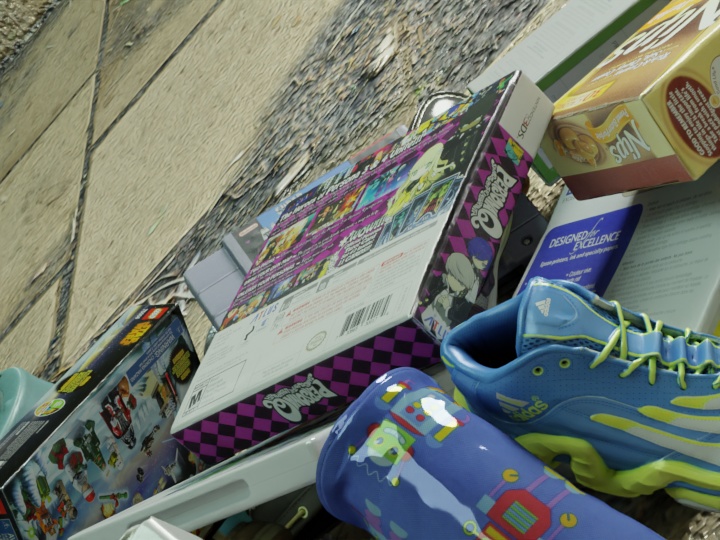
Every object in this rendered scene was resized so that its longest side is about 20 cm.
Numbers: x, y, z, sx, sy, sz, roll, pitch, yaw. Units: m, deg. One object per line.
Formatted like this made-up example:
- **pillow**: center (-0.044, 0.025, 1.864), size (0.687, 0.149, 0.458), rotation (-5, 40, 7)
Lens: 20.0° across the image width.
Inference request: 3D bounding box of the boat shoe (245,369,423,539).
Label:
- **boat shoe**: center (0.014, 0.102, 1.194), size (0.201, 0.061, 0.072), rotation (-35, -17, 25)

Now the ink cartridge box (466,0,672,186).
- **ink cartridge box**: center (0.163, -0.143, 1.216), size (0.200, 0.059, 0.104), rotation (-40, 15, 4)

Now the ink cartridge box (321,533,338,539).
- **ink cartridge box**: center (-0.023, 0.248, 1.006), size (0.201, 0.083, 0.147), rotation (-55, 20, -3)

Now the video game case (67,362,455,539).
- **video game case**: center (-0.026, 0.091, 1.047), size (0.181, 0.024, 0.199), rotation (-26, -2, 38)

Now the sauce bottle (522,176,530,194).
- **sauce bottle**: center (0.034, 0.012, 1.280), size (0.201, 0.065, 0.065), rotation (-58, 21, -10)

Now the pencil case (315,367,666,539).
- **pencil case**: center (0.074, 0.123, 0.881), size (0.199, 0.087, 0.078), rotation (34, 79, 28)

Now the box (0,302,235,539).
- **box**: center (-0.144, 0.127, 1.177), size (0.040, 0.138, 0.200), rotation (-4, 27, 29)

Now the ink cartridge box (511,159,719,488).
- **ink cartridge box**: center (0.141, 0.021, 1.071), size (0.197, 0.047, 0.201), rotation (-16, 40, 60)

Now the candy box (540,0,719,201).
- **candy box**: center (0.194, -0.120, 1.071), size (0.200, 0.055, 0.115), rotation (-40, 12, -21)

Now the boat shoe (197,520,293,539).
- **boat shoe**: center (-0.097, 0.198, 1.075), size (0.073, 0.063, 0.201), rotation (-34, -23, -55)

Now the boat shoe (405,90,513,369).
- **boat shoe**: center (0.054, -0.036, 1.163), size (0.066, 0.071, 0.202), rotation (93, -178, -49)

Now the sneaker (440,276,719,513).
- **sneaker**: center (0.121, 0.053, 0.900), size (0.199, 0.105, 0.076), rotation (-5, 55, 31)

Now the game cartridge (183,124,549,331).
- **game cartridge**: center (0.005, -0.006, 1.225), size (0.199, 0.038, 0.130), rotation (-33, 62, -8)

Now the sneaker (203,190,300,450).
- **sneaker**: center (-0.038, 0.036, 1.318), size (0.115, 0.075, 0.200), rotation (87, -154, -45)

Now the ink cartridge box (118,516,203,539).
- **ink cartridge box**: center (-0.055, 0.227, 0.892), size (0.199, 0.087, 0.146), rotation (35, 87, 26)

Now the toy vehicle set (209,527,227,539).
- **toy vehicle set**: center (-0.078, 0.229, 1.182), size (0.125, 0.026, 0.200), rotation (-57, 32, -9)

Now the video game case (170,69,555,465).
- **video game case**: center (0.000, 0.000, 1.066), size (0.199, 0.036, 0.182), rotation (-28, 28, 44)

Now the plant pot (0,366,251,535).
- **plant pot**: center (-0.190, 0.168, 1.342), size (0.200, 0.188, 0.201), rotation (-43, 23, 24)
